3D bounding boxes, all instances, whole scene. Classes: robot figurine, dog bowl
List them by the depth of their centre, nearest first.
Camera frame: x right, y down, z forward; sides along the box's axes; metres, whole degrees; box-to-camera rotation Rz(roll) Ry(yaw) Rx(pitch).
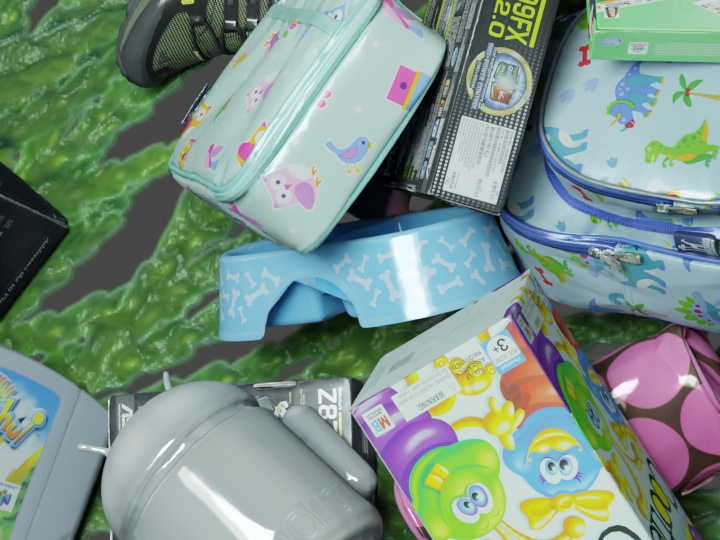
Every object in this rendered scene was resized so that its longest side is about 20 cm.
[{"bbox_3d":[-0.067,0.141,1.375,0.200,0.113,0.169,40,51,19],"label":"robot figurine"},{"bbox_3d":[0.000,0.000,1.409,0.199,0.111,0.050,-7,99,39],"label":"dog bowl"}]

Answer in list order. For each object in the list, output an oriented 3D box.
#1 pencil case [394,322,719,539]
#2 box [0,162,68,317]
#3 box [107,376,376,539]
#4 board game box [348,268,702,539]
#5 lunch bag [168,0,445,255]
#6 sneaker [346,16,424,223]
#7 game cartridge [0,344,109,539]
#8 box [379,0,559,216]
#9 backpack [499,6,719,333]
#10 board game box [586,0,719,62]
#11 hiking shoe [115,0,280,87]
[{"bbox_3d":[0.123,0.111,1.386,0.199,0.091,0.094,-27,108,14],"label":"pencil case"},{"bbox_3d":[-0.316,-0.003,1.495,0.124,0.197,0.200,39,93,23],"label":"box"},{"bbox_3d":[-0.071,0.169,1.457,0.160,0.049,0.201,-7,78,19],"label":"box"},{"bbox_3d":[0.097,0.119,1.293,0.103,0.105,0.201,-31,97,16],"label":"board game box"},{"bbox_3d":[-0.032,-0.098,1.387,0.077,0.200,0.161,33,89,-17],"label":"lunch bag"},{"bbox_3d":[0.058,-0.110,1.468,0.082,0.070,0.200,37,95,5],"label":"sneaker"},{"bbox_3d":[-0.241,0.106,1.454,0.040,0.199,0.134,10,80,50],"label":"game cartridge"},{"bbox_3d":[0.068,-0.135,1.354,0.044,0.160,0.201,15,91,-9],"label":"box"},{"bbox_3d":[0.171,-0.071,1.360,0.199,0.147,0.184,5,60,28],"label":"backpack"},{"bbox_3d":[0.219,-0.173,1.304,0.199,0.029,0.135,2,61,-2],"label":"board game box"},{"bbox_3d":[-0.060,-0.161,1.504,0.199,0.076,0.101,-33,67,9],"label":"hiking shoe"}]
